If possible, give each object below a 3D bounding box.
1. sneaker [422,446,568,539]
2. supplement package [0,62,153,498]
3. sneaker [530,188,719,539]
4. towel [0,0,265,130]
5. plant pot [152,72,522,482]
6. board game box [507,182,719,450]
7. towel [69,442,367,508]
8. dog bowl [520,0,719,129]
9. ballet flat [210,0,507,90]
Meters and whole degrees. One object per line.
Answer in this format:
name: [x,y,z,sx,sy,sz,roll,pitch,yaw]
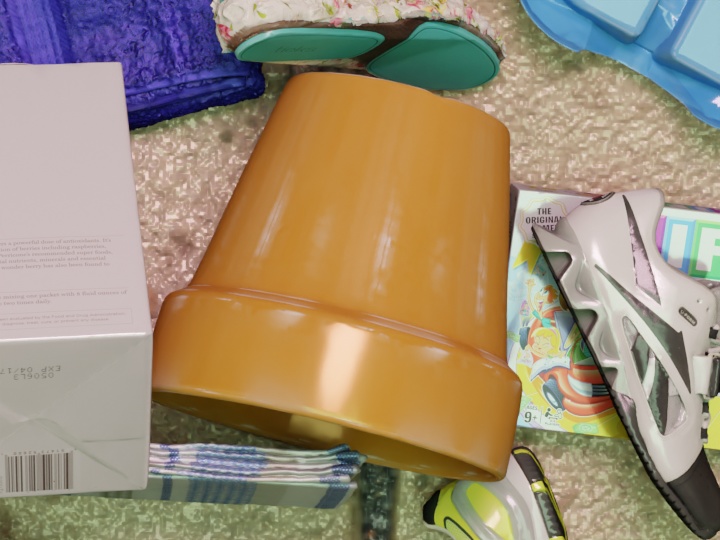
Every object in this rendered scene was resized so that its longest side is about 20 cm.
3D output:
sneaker: [0.096,0.203,1.457,0.076,0.075,0.201,-19,89,6]
supplement package: [-0.173,0.003,1.311,0.121,0.201,0.120,-2,136,-8]
sneaker: [0.173,0.049,1.397,0.088,0.074,0.201,-24,100,1]
towel: [-0.161,-0.139,1.388,0.199,0.050,0.148,-15,100,-2]
plant pot: [0.000,0.000,1.363,0.199,0.200,0.184,14,81,-7]
board game box: [0.175,0.030,1.449,0.199,0.034,0.135,6,98,-5]
towel: [-0.100,0.108,1.387,0.199,0.147,0.024,3,79,-3]
dog bowl: [0.174,-0.154,1.413,0.199,0.050,0.112,27,96,-8]
ballet flat: [0.002,-0.140,1.359,0.076,0.200,0.064,-28,68,38]
